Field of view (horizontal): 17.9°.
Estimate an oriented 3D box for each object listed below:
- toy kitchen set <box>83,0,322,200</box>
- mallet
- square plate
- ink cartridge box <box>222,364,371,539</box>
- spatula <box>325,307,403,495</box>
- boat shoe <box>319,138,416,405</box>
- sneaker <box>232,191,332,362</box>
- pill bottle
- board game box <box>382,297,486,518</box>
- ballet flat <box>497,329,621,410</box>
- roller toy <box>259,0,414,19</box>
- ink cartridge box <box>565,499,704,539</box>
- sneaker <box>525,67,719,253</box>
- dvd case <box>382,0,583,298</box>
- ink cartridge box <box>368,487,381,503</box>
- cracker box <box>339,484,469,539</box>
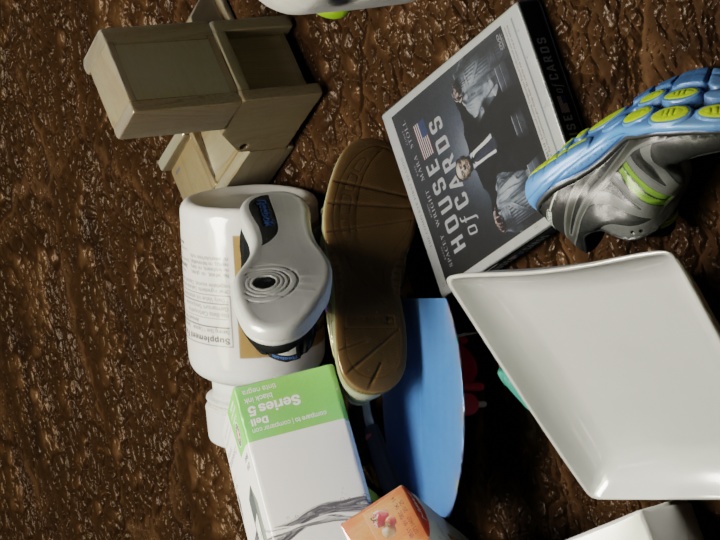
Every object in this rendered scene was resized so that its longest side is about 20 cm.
[{"bbox_3d":[-0.168,-0.146,1.877,0.200,0.179,0.164,-52,54,47],"label":"toy kitchen set"},{"bbox_3d":[0.000,0.062,1.813,0.066,0.041,0.202,12,114,54],"label":"mallet"},{"bbox_3d":[0.174,0.066,1.446,0.199,0.028,0.199,-7,124,49],"label":"square plate"},{"bbox_3d":[-0.040,0.191,1.739,0.146,0.083,0.202,111,145,-71],"label":"ink cartridge box"},{"bbox_3d":[0.008,0.105,1.754,0.057,0.020,0.202,-46,52,56],"label":"spatula"},{"bbox_3d":[0.000,0.000,1.728,0.063,0.073,0.202,129,147,-69],"label":"boat shoe"},{"bbox_3d":[-0.055,0.034,1.705,0.200,0.072,0.113,-93,0,-60],"label":"sneaker"},{"bbox_3d":[-0.086,0.038,1.863,0.114,0.114,0.202,17,113,55],"label":"pill bottle"},{"bbox_3d":[0.063,0.100,1.707,0.200,0.039,0.160,175,93,-74],"label":"board game box"},{"bbox_3d":[0.166,0.056,1.527,0.071,0.067,0.200,53,147,-4],"label":"ballet flat"},{"bbox_3d":[-0.022,-0.281,1.641,0.182,0.139,0.202,6,103,57],"label":"roller toy"},{"bbox_3d":[0.174,0.268,1.497,0.145,0.084,0.201,-27,75,28],"label":"ink cartridge box"},{"bbox_3d":[0.188,-0.067,1.452,0.083,0.071,0.199,51,141,-7],"label":"sneaker"},{"bbox_3d":[0.091,-0.083,1.629,0.200,0.025,0.151,-36,68,55],"label":"dvd case"},{"bbox_3d":[0.001,0.252,1.854,0.200,0.048,0.147,31,125,48],"label":"ink cartridge box"},{"bbox_3d":[0.067,0.244,1.625,0.135,0.057,0.200,61,-172,26],"label":"cracker box"}]
